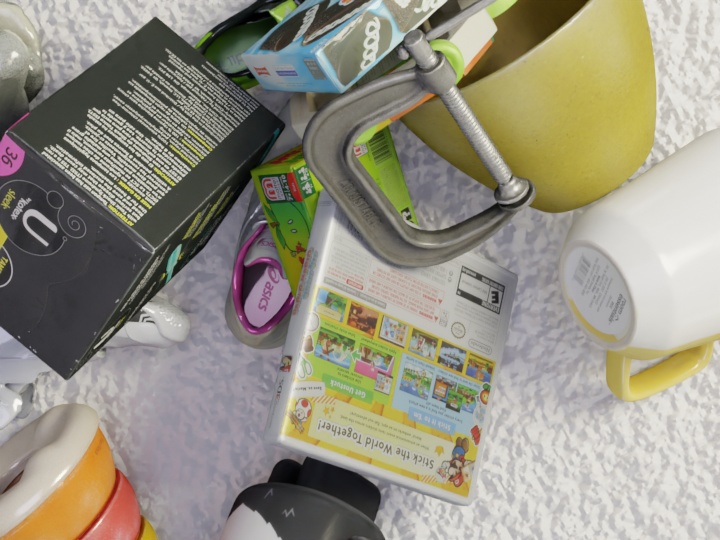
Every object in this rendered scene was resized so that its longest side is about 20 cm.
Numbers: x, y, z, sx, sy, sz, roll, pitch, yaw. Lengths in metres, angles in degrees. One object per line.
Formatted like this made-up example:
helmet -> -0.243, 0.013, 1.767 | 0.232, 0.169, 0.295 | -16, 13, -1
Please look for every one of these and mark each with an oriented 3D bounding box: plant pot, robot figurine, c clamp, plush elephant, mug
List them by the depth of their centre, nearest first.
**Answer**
c clamp -> 0.055, -0.080, 1.076 | 0.171, 0.027, 0.200 | -23, 135, 9
mug -> 0.230, 0.009, 1.167 | 0.153, 0.149, 0.187 | -22, 104, -27
plant pot -> 0.135, -0.127, 1.178 | 0.200, 0.200, 0.142 | -36, 112, 2
plush elephant -> -0.313, -0.135, 1.189 | 0.165, 0.200, 0.155 | -32, 69, 0
robot figurine -> -0.055, 0.233, 1.190 | 0.125, 0.150, 0.200 | 16, 61, 9

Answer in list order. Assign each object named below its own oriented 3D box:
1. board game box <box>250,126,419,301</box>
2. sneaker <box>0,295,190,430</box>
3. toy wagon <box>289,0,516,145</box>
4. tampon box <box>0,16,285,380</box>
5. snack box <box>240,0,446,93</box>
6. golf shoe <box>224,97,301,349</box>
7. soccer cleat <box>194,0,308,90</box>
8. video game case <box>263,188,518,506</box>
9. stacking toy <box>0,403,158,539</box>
board game box -> 0.000, 0.000, 1.194 | 0.102, 0.048, 0.200 | -31, 110, -39
sneaker -> -0.231, 0.063, 1.232 | 0.200, 0.075, 0.115 | 9, 94, 4
toy wagon -> 0.040, -0.155, 1.133 | 0.200, 0.155, 0.040 | -31, 113, 10
tampon box -> -0.173, -0.053, 1.139 | 0.126, 0.200, 0.150 | 39, 128, 0
snack box -> 0.020, -0.199, 1.145 | 0.200, 0.116, 0.037 | -43, 114, -19
golf shoe -> -0.053, -0.036, 1.218 | 0.075, 0.092, 0.200 | 12, 91, 1
soccer cleat -> -0.038, -0.191, 1.214 | 0.200, 0.081, 0.068 | -32, 93, 0
video game case -> 0.027, 0.059, 1.171 | 0.200, 0.023, 0.182 | 24, 73, -41
stacking toy -> -0.200, 0.213, 1.224 | 0.146, 0.146, 0.200 | -40, 107, 2
